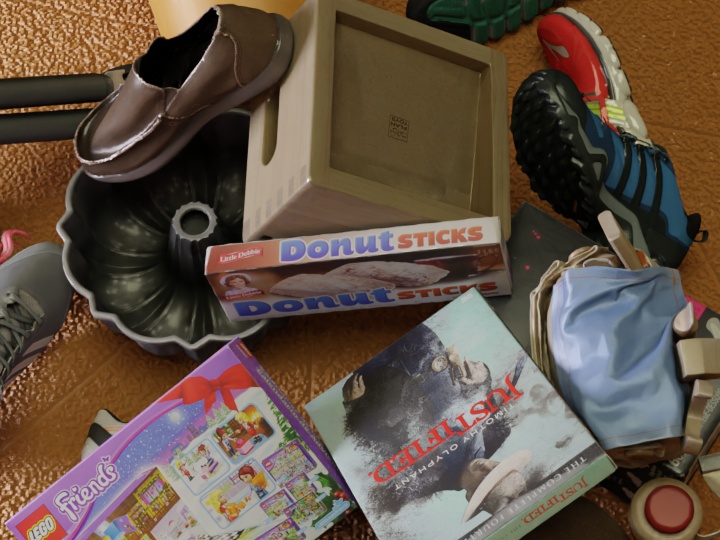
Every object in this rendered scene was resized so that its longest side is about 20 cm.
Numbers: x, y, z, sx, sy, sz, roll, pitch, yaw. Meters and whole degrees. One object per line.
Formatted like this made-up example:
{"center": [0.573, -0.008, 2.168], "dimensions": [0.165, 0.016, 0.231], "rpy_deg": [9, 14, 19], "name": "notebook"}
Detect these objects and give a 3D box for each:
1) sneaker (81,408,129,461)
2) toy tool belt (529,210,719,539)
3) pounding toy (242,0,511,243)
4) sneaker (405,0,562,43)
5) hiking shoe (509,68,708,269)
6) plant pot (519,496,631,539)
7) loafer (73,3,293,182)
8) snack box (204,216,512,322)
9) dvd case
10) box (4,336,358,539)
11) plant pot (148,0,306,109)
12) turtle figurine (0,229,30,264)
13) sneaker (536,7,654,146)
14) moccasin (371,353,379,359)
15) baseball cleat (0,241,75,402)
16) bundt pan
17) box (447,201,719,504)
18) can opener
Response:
{"center": [-0.103, 0.130, 1.213], "dimensions": [0.200, 0.074, 0.080], "rpy_deg": [0, 62, 1], "name": "sneaker"}
{"center": [0.175, 0.072, 1.090], "dimensions": [0.125, 0.123, 0.200], "rpy_deg": [-12, 67, -1], "name": "toy tool belt"}
{"center": [0.015, -0.094, 1.240], "dimensions": [0.184, 0.142, 0.200], "rpy_deg": [16, 59, -25], "name": "pounding toy"}
{"center": [0.114, -0.247, 1.404], "dimensions": [0.200, 0.074, 0.088], "rpy_deg": [-21, 51, -19], "name": "sneaker"}
{"center": [0.175, -0.072, 1.232], "dimensions": [0.087, 0.200, 0.074], "rpy_deg": [-47, 33, -23], "name": "hiking shoe"}
{"center": [0.085, 0.235, 1.114], "dimensions": [0.200, 0.187, 0.187], "rpy_deg": [-32, 67, -28], "name": "plant pot"}
{"center": [-0.138, -0.133, 1.214], "dimensions": [0.200, 0.071, 0.073], "rpy_deg": [-33, 49, 29], "name": "loafer"}
{"center": [0.000, 0.000, 1.173], "dimensions": [0.200, 0.072, 0.024], "rpy_deg": [-6, 60, 9], "name": "snack box"}
{"center": [0.057, 0.105, 1.094], "dimensions": [0.146, 0.022, 0.200], "rpy_deg": [-35, 38, 1], "name": "dvd case"}
{"center": [-0.117, 0.159, 1.151], "dimensions": [0.200, 0.039, 0.137], "rpy_deg": [-38, 91, 10], "name": "box"}
{"center": [-0.086, -0.229, 1.336], "dimensions": [0.200, 0.200, 0.183], "rpy_deg": [-9, 80, -3], "name": "plant pot"}
{"center": [-0.332, -0.043, 1.287], "dimensions": [0.150, 0.101, 0.200], "rpy_deg": [-38, 59, 2], "name": "turtle figurine"}
{"center": [0.169, -0.116, 1.328], "dimensions": [0.085, 0.077, 0.200], "rpy_deg": [-19, 64, -2], "name": "sneaker"}
{"center": [0.053, 0.103, 1.175], "dimensions": [0.068, 0.081, 0.200], "rpy_deg": [-26, 26, -25], "name": "moccasin"}
{"center": [-0.261, 0.066, 1.233], "dimensions": [0.070, 0.106, 0.200], "rpy_deg": [43, 75, -26], "name": "baseball cleat"}
{"center": [-0.120, -0.019, 1.284], "dimensions": [0.202, 0.076, 0.202], "rpy_deg": [0, 63, 1], "name": "bundt pan"}
{"center": [0.164, 0.065, 1.220], "dimensions": [0.200, 0.106, 0.122], "rpy_deg": [31, 69, 16], "name": "box"}
{"center": [-0.214, -0.125, 1.313], "dimensions": [0.066, 0.053, 0.200], "rpy_deg": [13, 18, 41], "name": "can opener"}
